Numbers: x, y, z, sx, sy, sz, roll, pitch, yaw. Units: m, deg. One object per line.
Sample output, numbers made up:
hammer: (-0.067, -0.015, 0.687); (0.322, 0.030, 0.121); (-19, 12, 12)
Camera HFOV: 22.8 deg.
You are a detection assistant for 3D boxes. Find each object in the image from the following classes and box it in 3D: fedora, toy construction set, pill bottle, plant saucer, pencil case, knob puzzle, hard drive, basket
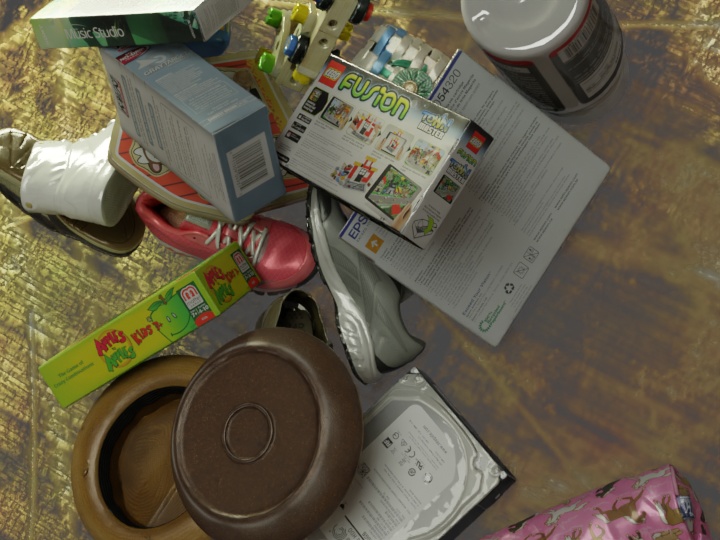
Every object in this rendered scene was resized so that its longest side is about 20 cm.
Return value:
fedora: (-0.173, 0.180, 1.674); (0.199, 0.082, 0.202); (-5, 76, 21)
toy construction set: (-0.040, -0.250, 1.676); (0.091, 0.201, 0.132); (8, 36, -8)
pill bottle: (0.170, -0.208, 1.585); (0.113, 0.200, 0.115); (-6, 73, 19)
plant saucer: (-0.091, 0.145, 1.572); (0.199, 0.034, 0.202); (-8, 72, 26)
pencil case: (0.195, 0.236, 1.520); (0.199, 0.087, 0.083); (-23, 100, 14)
knob puzzle: (-0.147, -0.131, 1.710); (0.218, 0.031, 0.221); (10, 56, -14)
hard drive: (0.023, 0.205, 1.618); (0.200, 0.038, 0.140); (-43, 65, 6)
basket: (0.057, -0.114, 1.647); (0.200, 0.139, 0.177); (37, 91, -8)

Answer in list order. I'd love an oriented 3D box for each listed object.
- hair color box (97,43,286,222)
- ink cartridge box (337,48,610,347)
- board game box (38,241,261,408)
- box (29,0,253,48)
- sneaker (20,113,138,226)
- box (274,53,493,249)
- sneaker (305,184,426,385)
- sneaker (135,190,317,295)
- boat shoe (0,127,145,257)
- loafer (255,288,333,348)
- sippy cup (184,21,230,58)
hair color box: (-0.151, -0.136, 1.592); (0.060, 0.099, 0.200); (-31, 44, -22)
ink cartridge box: (0.098, -0.065, 1.587); (0.197, 0.200, 0.043); (-56, 26, -2)
board game box: (-0.198, 0.051, 1.679); (0.199, 0.102, 0.048); (-30, 95, 25)
box: (-0.184, -0.251, 1.629); (0.199, 0.037, 0.144); (1, 33, 35)
sneaker: (-0.259, -0.123, 1.752); (0.115, 0.074, 0.200); (7, 40, 20)
box: (0.013, -0.104, 1.512); (0.200, 0.035, 0.110); (32, 89, 47)
sneaker: (0.000, 0.000, 1.650); (0.079, 0.074, 0.201); (-20, 93, 1)
sneaker: (-0.133, -0.031, 1.714); (0.199, 0.087, 0.074); (17, 83, 24)
boat shoe: (-0.295, -0.072, 1.800); (0.200, 0.065, 0.073); (36, 61, 19)
loafer: (-0.059, 0.100, 1.627); (0.075, 0.068, 0.201); (-2, 51, -17)
sippy cup: (-0.187, -0.276, 1.786); (0.177, 0.139, 0.131); (-22, 77, 52)
